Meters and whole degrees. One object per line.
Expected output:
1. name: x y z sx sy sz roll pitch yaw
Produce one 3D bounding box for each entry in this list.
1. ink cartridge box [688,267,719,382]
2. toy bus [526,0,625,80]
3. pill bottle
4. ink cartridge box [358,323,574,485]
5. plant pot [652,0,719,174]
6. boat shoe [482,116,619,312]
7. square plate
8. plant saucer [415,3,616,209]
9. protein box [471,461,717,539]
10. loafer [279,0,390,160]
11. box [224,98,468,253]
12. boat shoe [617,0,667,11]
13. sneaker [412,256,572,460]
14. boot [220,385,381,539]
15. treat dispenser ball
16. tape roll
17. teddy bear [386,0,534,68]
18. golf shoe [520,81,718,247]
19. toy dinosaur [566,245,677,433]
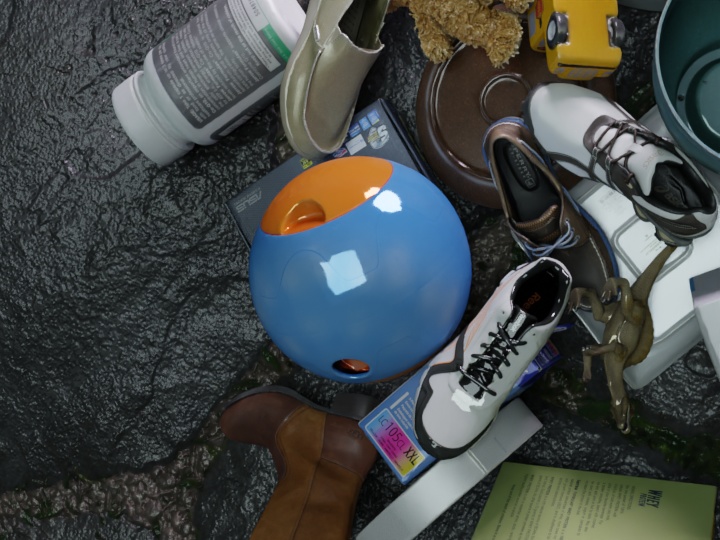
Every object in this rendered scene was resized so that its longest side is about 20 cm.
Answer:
1. ink cartridge box: 0.382 0.086 1.060 0.145 0.147 0.201 -21 94 16
2. toy bus: 0.188 -0.267 1.135 0.064 0.078 0.202 2 75 -14
3. pill bottle: -0.144 -0.198 1.257 0.199 0.113 0.114 -33 82 15
4. ink cartridge box: 0.107 0.101 1.170 0.200 0.136 0.076 -44 80 14
5. plant pot: 0.340 -0.162 1.076 0.198 0.134 0.202 0 79 2
6. boat shoe: 0.167 -0.043 1.140 0.072 0.072 0.201 -33 93 21
7. square plate: 0.272 -0.024 1.170 0.200 0.028 0.199 -40 80 15
8. plant saucer: 0.142 -0.160 1.197 0.198 0.034 0.202 -2 86 22
9. protein box: 0.202 0.285 1.096 0.198 0.199 0.136 4 113 18
10. loafer: -0.021 -0.201 1.181 0.068 0.075 0.202 17 99 44
11. box: -0.016 -0.051 1.251 0.199 0.051 0.159 -31 83 16
12. boat shoe: 0.316 -0.278 1.133 0.198 0.071 0.064 0 77 18
13. sneaker: 0.109 0.067 1.046 0.073 0.080 0.201 33 75 4
14. boot: -0.078 0.212 1.208 0.187 0.069 0.201 4 49 19
15. treat dispenser ball: 0.000 0.000 1.118 0.199 0.201 0.203 0 92 18
16. tape roll: 0.081 0.194 1.147 0.203 0.203 0.037 -44 78 14
17. teddy bear: 0.082 -0.266 1.169 0.200 0.066 0.146 49 134 25
18. golf shoe: 0.231 -0.104 1.084 0.199 0.095 0.078 36 84 4
19. toy dinosaur: 0.237 0.040 1.128 0.058 0.101 0.202 12 80 53
